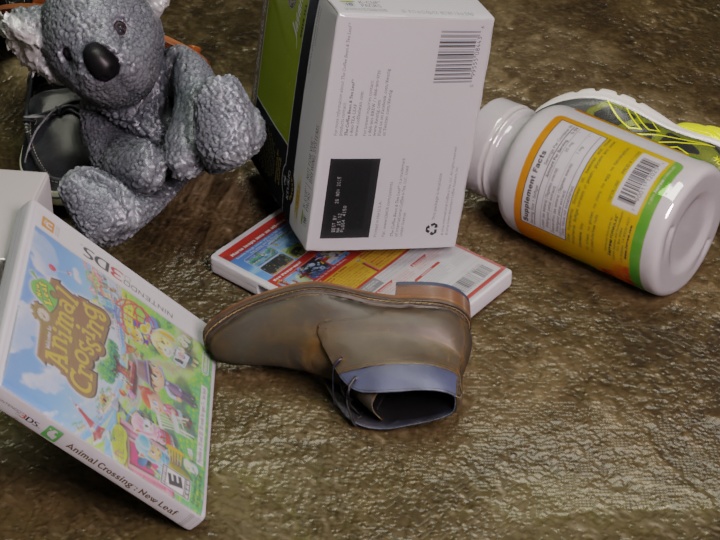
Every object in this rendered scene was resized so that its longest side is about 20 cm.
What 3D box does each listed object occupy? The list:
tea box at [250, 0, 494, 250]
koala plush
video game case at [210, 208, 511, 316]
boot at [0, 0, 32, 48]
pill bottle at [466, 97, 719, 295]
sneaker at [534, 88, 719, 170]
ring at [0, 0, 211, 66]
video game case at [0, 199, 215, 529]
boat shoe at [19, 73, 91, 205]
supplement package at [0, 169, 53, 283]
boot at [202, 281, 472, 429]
[{"bbox_3d":[0.001,-0.147,1.448,0.133,0.201,0.197,-2,30,-20],"label":"tea box"},{"bbox_3d":[-0.190,-0.155,1.453,0.177,0.200,0.184,-32,13,11],"label":"koala plush"},{"bbox_3d":[0.000,0.000,1.435,0.199,0.018,0.143,27,45,30],"label":"video game case"},{"bbox_3d":[-0.320,-0.239,1.695,0.157,0.080,0.212,0,37,0],"label":"boot"},{"bbox_3d":[0.181,-0.067,1.448,0.199,0.111,0.111,26,44,30],"label":"pill bottle"},{"bbox_3d":[0.231,-0.095,1.516,0.199,0.075,0.085,12,39,15],"label":"sneaker"},{"bbox_3d":[-0.229,-0.205,1.588,0.199,0.200,0.019,11,82,13],"label":"ring"},{"bbox_3d":[-0.175,0.062,1.251,0.182,0.022,0.200,37,29,-26],"label":"video game case"},{"bbox_3d":[-0.260,-0.125,1.562,0.074,0.062,0.200,-4,39,-9],"label":"boat shoe"},{"bbox_3d":[-0.339,-0.001,1.348,0.199,0.120,0.121,5,35,6],"label":"supplement package"},{"bbox_3d":[-0.016,0.064,1.298,0.199,0.075,0.097,-7,45,3],"label":"boot"}]
